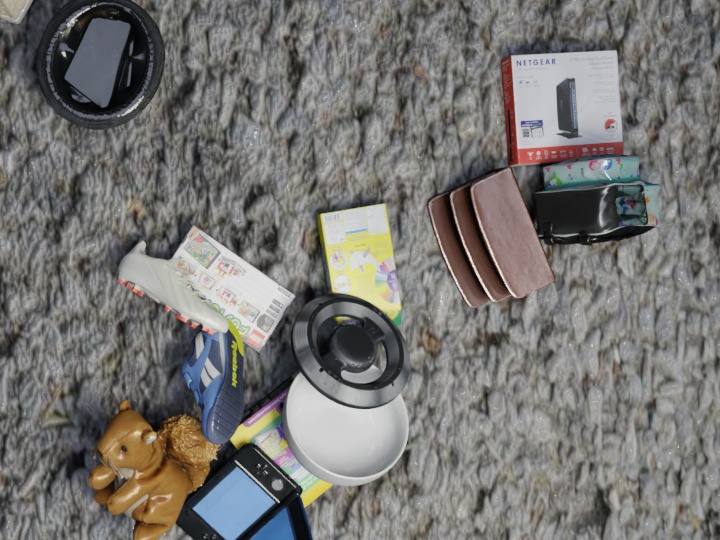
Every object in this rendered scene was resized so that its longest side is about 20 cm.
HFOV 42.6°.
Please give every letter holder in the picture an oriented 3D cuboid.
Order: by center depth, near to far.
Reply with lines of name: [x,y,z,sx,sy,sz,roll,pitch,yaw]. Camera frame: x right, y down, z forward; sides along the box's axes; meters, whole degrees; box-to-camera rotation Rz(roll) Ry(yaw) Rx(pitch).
letter holder: [0.210,-0.048,1.530,0.140,0.101,0.203,-24,97,-9]

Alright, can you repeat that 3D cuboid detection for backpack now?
backpack: [0.396,-0.113,1.523,0.197,0.176,0.154,1,88,-39]

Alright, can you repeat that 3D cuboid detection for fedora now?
fedora: [-0.388,-0.309,1.393,0.196,0.092,0.205,0,92,-12]

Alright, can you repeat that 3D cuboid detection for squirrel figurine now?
squirrel figurine: [-0.310,0.275,1.382,0.198,0.141,0.190,-25,129,-27]

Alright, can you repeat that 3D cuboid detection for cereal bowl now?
cereal bowl: [-0.030,0.237,1.416,0.196,0.084,0.204,11,57,-18]

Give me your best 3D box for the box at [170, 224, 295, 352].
box: [-0.214,0.029,1.471,0.199,0.035,0.111,36,84,-11]

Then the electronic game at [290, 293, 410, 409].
electronic game: [-0.013,0.121,1.418,0.196,0.042,0.203,16,48,-18]

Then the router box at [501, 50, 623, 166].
router box: [0.344,-0.276,1.577,0.196,0.049,0.184,-6,93,-12]

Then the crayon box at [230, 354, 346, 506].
crayon box: [-0.090,0.268,1.493,0.199,0.058,0.174,-36,100,-10]

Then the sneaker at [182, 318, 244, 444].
sneaker: [-0.224,0.173,1.397,0.081,0.074,0.203,-15,51,15]

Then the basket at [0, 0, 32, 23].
basket: [-0.549,-0.499,1.319,0.197,0.161,0.201,25,87,-10]

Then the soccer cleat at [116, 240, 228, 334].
soccer cleat: [-0.276,0.026,1.395,0.198,0.069,0.078,30,81,10]

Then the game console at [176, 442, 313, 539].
game console: [-0.182,0.401,1.412,0.171,0.119,0.200,44,107,-9]

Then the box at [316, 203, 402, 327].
box: [0.000,0.000,1.512,0.115,0.048,0.204,-9,91,-12]
